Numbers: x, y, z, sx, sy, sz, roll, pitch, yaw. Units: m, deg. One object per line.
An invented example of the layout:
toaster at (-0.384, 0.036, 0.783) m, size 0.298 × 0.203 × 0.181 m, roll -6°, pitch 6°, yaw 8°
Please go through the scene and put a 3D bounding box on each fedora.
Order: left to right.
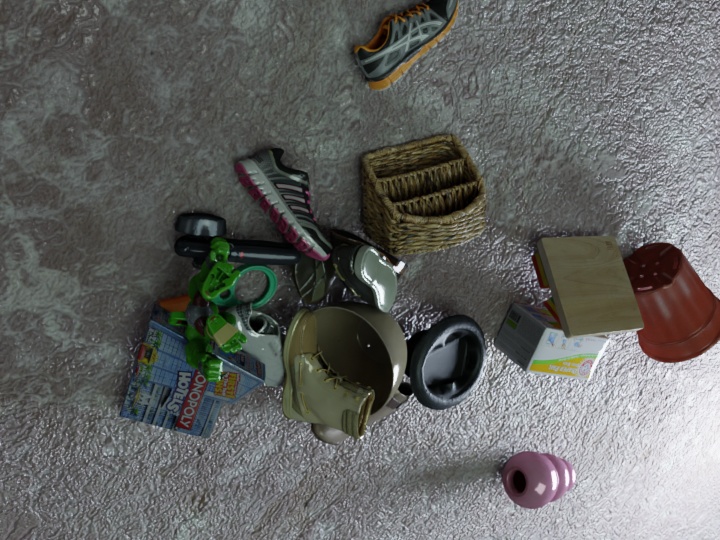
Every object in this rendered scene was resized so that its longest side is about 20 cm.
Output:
fedora at (0.145, 0.164, 1.649) m, size 0.200 × 0.091 × 0.202 m, roll -13°, pitch 110°, yaw -40°

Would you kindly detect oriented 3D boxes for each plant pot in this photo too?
plant pot at (0.004, 0.138, 1.515) m, size 0.134 × 0.199 × 0.202 m, roll -28°, pitch 131°, yaw -53°
plant pot at (0.652, 0.058, 1.868) m, size 0.201 × 0.201 × 0.196 m, roll -43°, pitch 120°, yaw -6°

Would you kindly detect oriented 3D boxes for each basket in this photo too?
basket at (0.112, -0.125, 1.460) m, size 0.199 × 0.143 × 0.150 m, roll -15°, pitch 121°, yaw -25°

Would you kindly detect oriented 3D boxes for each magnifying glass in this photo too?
magnifying glass at (-0.227, 0.038, 1.410) m, size 0.199 × 0.022 × 0.080 m, roll -13°, pitch 121°, yaw -25°

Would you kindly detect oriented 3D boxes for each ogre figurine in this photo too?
ogre figurine at (-0.224, 0.063, 1.279) m, size 0.098 × 0.120 × 0.202 m, roll -13°, pitch 84°, yaw -31°

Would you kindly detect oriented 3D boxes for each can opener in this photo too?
can opener at (-0.189, -0.033, 1.346) m, size 0.198 × 0.064 × 0.079 m, roll 10°, pitch 115°, yaw -15°

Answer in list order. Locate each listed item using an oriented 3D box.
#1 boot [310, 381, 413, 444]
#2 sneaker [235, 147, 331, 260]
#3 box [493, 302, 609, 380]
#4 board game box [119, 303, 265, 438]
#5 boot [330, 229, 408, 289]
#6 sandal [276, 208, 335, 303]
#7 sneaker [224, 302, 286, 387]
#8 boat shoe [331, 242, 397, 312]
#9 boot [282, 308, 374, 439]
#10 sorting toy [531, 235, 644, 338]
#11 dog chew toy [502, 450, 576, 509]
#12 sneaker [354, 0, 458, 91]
boot at (0.010, 0.245, 1.579) m, size 0.146 × 0.071 × 0.200 m, roll -32°, pitch 170°, yaw 19°
sneaker at (-0.100, -0.108, 1.346) m, size 0.087 × 0.074 × 0.200 m, roll -41°, pitch 92°, yaw -17°
box at (0.394, 0.147, 1.790) m, size 0.199 × 0.112 × 0.102 m, roll 11°, pitch 109°, yaw -36°
board game box at (-0.260, 0.178, 1.381) m, size 0.198 × 0.062 × 0.201 m, roll 17°, pitch 110°, yaw -12°
boot at (0.000, 0.000, 1.484) m, size 0.199 × 0.075 × 0.097 m, roll 26°, pitch 96°, yaw -49°
sandal at (-0.101, -0.043, 1.432) m, size 0.081 × 0.054 × 0.201 m, roll -32°, pitch 112°, yaw -22°
sneaker at (-0.157, 0.125, 1.446) m, size 0.080 × 0.077 × 0.200 m, roll -30°, pitch 135°, yaw 16°
boat shoe at (0.009, 0.009, 1.420) m, size 0.201 × 0.060 × 0.072 m, roll 56°, pitch 50°, yaw -61°
boot at (-0.050, 0.171, 1.435) m, size 0.073 × 0.154 × 0.202 m, roll -25°, pitch 124°, yaw -58°
sorting toy at (0.440, 0.038, 1.730) m, size 0.199 × 0.200 × 0.070 m, roll -3°, pitch 160°, yaw -31°
dog chew toy at (0.411, 0.465, 1.962) m, size 0.199 × 0.124 × 0.125 m, roll 5°, pitch 111°, yaw -42°
sneaker at (0.073, -0.372, 1.357) m, size 0.200 × 0.078 × 0.077 m, roll -46°, pitch 119°, yaw -5°
